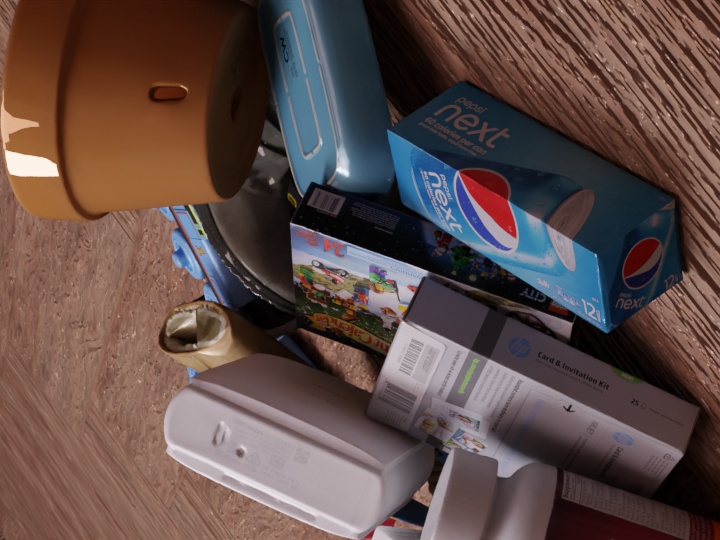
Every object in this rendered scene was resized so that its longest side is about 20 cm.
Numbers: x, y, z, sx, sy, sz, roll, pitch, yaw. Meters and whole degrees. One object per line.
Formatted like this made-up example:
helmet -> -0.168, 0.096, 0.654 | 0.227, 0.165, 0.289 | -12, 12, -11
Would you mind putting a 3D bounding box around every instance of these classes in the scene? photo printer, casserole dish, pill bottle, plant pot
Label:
photo printer -> -0.034, 0.120, 1.414 | 0.165, 0.070, 0.200 | 23, -172, 13
casserole dish -> -0.027, -0.128, 1.339 | 0.121, 0.039, 0.202 | 147, 113, -64
pill bottle -> 0.141, 0.190, 1.290 | 0.198, 0.110, 0.110 | 18, 152, -1
plant pot -> -0.149, -0.126, 1.392 | 0.139, 0.201, 0.201 | 10, 140, 13

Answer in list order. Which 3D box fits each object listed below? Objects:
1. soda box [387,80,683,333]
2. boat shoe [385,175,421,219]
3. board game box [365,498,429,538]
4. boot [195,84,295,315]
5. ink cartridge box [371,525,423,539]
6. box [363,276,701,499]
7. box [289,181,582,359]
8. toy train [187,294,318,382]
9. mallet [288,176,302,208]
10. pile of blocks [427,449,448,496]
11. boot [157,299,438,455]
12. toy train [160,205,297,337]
soda box -> 0.106, -0.043, 1.228 | 0.200, 0.068, 0.065 | 34, 148, 43
boat shoe -> 0.013, -0.045, 1.413 | 0.060, 0.074, 0.200 | 45, 163, 16
board game box -> -0.021, 0.181, 1.536 | 0.157, 0.039, 0.200 | 22, -179, 3
boot -> -0.065, -0.075, 1.471 | 0.131, 0.068, 0.200 | -43, 79, 25
ink cartridge box -> 0.105, 0.265, 1.391 | 0.200, 0.144, 0.084 | 32, 103, 46
box -> 0.110, 0.094, 1.321 | 0.199, 0.041, 0.156 | 26, 152, 4
box -> 0.051, 0.023, 1.336 | 0.199, 0.038, 0.137 | 20, 150, 12
toy train -> -0.085, 0.104, 1.780 | 0.200, 0.086, 0.115 | 48, 149, 21
mallet -> 0.000, 0.000, 1.540 | 0.201, 0.041, 0.066 | 55, 159, 15
pile of blocks -> 0.084, 0.161, 1.492 | 0.081, 0.062, 0.201 | 6, 137, 10
boot -> -0.040, 0.094, 1.558 | 0.200, 0.067, 0.174 | 36, 153, -31
toy train -> -0.105, -0.026, 1.616 | 0.201, 0.086, 0.114 | 64, 163, -15
